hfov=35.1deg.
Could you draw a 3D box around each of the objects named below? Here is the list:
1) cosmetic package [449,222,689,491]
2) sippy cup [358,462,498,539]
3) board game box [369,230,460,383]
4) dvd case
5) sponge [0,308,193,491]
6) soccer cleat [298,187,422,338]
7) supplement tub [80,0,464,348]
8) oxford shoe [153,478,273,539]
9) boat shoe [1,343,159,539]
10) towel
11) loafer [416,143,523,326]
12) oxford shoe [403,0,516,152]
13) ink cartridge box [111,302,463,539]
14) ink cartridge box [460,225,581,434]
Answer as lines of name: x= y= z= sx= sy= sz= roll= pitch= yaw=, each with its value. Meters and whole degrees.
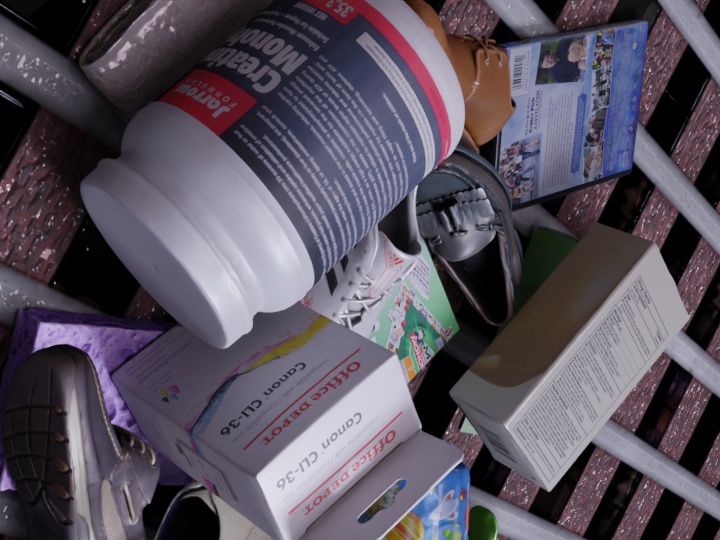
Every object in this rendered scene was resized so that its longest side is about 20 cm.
cosmetic package: x=0.177 y=0.070 z=0.950 sx=0.200 sy=0.071 sz=0.106 roll=-46 pitch=129 yaw=-15
sippy cup: x=0.032 y=0.212 z=0.924 sx=0.178 sy=0.138 sz=0.132 roll=11 pitch=89 yaw=-73
board game box: x=-0.002 y=0.017 z=0.872 sx=0.135 sy=0.029 sz=0.201 roll=-44 pitch=132 yaw=-23
dvd case: x=0.178 y=-0.134 z=0.987 sx=0.199 sy=0.017 sz=0.144 roll=-18 pitch=120 yaw=-39
sponge: x=-0.147 y=0.089 z=0.764 sx=0.199 sy=0.030 sz=0.113 roll=9 pitch=101 yaw=-46
soccer cleat: x=0.000 y=0.000 z=0.785 sx=0.068 sy=0.085 sz=0.202 roll=5 pitch=103 yaw=-44
supplement tub: x=-0.048 y=-0.067 z=0.666 sx=0.200 sy=0.140 sz=0.141 roll=-44 pitch=132 yaw=-19
oxford shoe: x=-0.082 y=0.155 z=0.751 sx=0.074 sy=0.070 sz=0.201 roll=77 pitch=32 yaw=-44
boat shoe: x=-0.167 y=0.125 z=0.699 sx=0.073 sy=0.074 sz=0.202 roll=-29 pitch=135 yaw=-42
towel: x=-0.073 y=-0.154 z=0.727 sx=0.200 sy=0.034 sz=0.133 roll=-51 pitch=134 yaw=-15
loafer: x=0.088 y=-0.024 z=0.884 sx=0.200 sy=0.071 sz=0.063 roll=51 pitch=33 yaw=-53
oxford shoe: x=0.067 y=-0.146 z=0.801 sx=0.071 sy=0.072 sz=0.200 roll=-35 pitch=160 yaw=7
ink cartridge box: x=-0.047 y=0.087 z=0.694 sx=0.116 sy=0.199 sz=0.068 roll=-39 pitch=130 yaw=-25
ink cartridge box: x=0.174 y=0.070 z=1.040 sx=0.103 sy=0.059 sz=0.202 roll=15 pitch=96 yaw=-46
